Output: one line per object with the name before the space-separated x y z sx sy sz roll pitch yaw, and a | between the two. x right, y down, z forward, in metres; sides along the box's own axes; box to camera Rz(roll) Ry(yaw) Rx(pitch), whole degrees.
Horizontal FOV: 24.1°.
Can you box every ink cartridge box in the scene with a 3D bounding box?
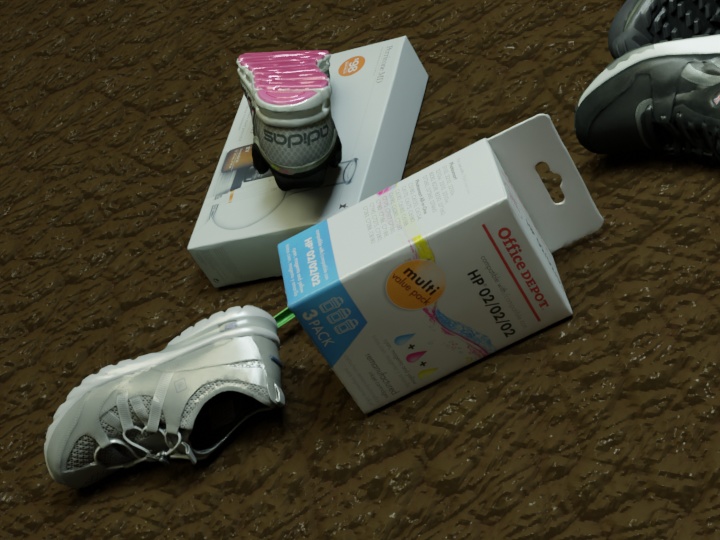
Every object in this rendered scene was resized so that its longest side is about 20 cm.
ink cartridge box | 0.060 -0.003 1.102 0.198 0.116 0.068 -27 38 11

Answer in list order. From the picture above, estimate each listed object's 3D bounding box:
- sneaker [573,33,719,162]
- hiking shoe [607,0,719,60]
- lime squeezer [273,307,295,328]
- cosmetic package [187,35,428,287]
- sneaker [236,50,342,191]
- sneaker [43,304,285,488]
sneaker | 0.235 -0.106 1.118 0.198 0.076 0.088 -16 47 23
hiking shoe | 0.225 -0.210 1.245 0.100 0.076 0.200 -1 39 47
lime squeezer | 0.000 0.000 1.196 0.199 0.038 0.071 -34 16 28
cosmetic package | -0.038 -0.086 1.320 0.149 0.052 0.202 -9 45 26
sneaker | -0.053 -0.112 1.258 0.073 0.089 0.200 -4 19 -5
sneaker | -0.139 0.103 1.174 0.199 0.075 0.083 -33 52 18
